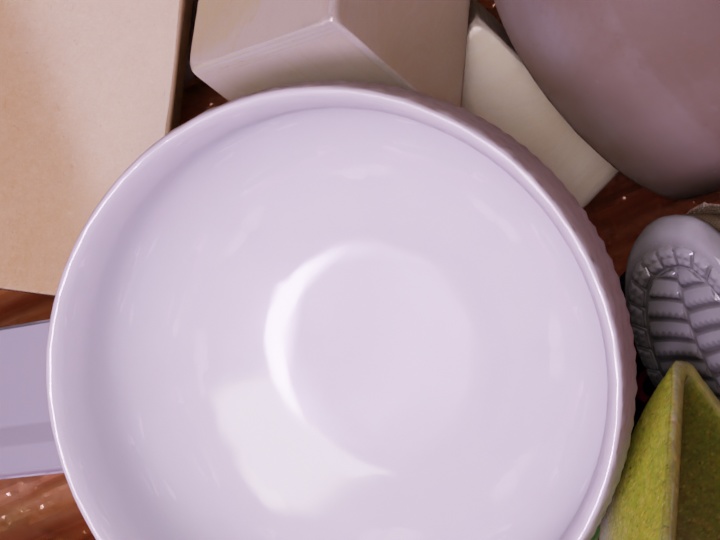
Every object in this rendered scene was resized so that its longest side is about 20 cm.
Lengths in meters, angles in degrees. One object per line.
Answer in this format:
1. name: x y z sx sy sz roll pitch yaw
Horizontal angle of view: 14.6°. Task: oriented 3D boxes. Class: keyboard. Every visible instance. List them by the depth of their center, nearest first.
1. keyboard: -0.148 0.052 1.069 0.200 0.011 0.056 -10 80 47

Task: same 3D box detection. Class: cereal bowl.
1. cereal bowl: -0.001 0.032 0.954 0.200 0.083 0.201 2 99 16

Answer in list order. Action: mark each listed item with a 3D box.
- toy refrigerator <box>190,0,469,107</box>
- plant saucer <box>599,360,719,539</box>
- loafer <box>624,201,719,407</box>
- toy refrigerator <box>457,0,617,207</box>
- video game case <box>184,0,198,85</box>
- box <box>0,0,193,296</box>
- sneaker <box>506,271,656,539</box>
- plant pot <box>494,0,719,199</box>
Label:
1. toy refrigerator: -0.006 -0.143 1.007 0.070 0.076 0.200 -16 55 33
2. plant saucer: 0.130 0.164 0.921 0.048 0.200 0.200 -23 122 26
3. loafer: 0.166 0.045 0.984 0.200 0.075 0.070 50 60 -24
4. toy refrigerator: 0.000 0.000 1.043 0.076 0.070 0.200 42 99 -8
5. video game case: -0.173 -0.102 1.126 0.200 0.022 0.182 -41 80 11
6. box: -0.140 -0.094 1.032 0.163 0.021 0.200 7 94 12
7. sneaker: 0.059 0.077 1.021 0.077 0.084 0.200 38 93 40
8. plant pot: 0.146 -0.119 0.974 0.173 0.200 0.200 -40 79 27
